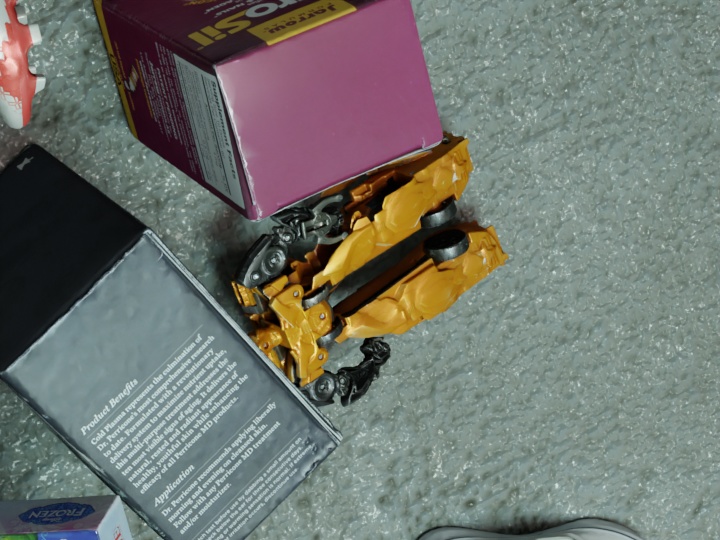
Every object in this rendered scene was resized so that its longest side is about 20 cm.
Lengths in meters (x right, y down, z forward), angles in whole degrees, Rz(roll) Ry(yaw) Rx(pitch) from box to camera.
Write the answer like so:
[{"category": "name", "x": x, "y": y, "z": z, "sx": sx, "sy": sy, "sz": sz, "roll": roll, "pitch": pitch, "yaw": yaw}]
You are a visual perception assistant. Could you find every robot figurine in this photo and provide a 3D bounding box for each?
[{"category": "robot figurine", "x": 0.000, "y": 0.000, "z": 1.715, "sx": 0.200, "sy": 0.058, "sz": 0.145, "roll": -33, "pitch": 119, "yaw": -24}]

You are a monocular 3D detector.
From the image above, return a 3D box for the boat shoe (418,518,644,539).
[{"category": "boat shoe", "x": 0.131, "y": 0.221, "z": 1.868, "sx": 0.200, "sy": 0.065, "sz": 0.074, "roll": -2, "pitch": 108, "yaw": -26}]

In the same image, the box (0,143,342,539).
[{"category": "box", "x": -0.146, "y": 0.051, "z": 1.589, "sx": 0.124, "sy": 0.200, "sz": 0.197, "roll": -44, "pitch": 121, "yaw": -8}]

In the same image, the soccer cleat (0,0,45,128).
[{"category": "soccer cleat", "x": -0.245, "y": -0.173, "z": 1.545, "sx": 0.085, "sy": 0.069, "sz": 0.200, "roll": -19, "pitch": 112, "yaw": -10}]

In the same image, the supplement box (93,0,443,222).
[{"category": "supplement box", "x": -0.059, "y": -0.121, "z": 1.575, "sx": 0.131, "sy": 0.200, "sz": 0.103, "roll": -23, "pitch": 116, "yaw": -19}]

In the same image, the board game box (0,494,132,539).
[{"category": "board game box", "x": -0.213, "y": 0.232, "z": 1.568, "sx": 0.199, "sy": 0.041, "sz": 0.200, "roll": -5, "pitch": 115, "yaw": 21}]
